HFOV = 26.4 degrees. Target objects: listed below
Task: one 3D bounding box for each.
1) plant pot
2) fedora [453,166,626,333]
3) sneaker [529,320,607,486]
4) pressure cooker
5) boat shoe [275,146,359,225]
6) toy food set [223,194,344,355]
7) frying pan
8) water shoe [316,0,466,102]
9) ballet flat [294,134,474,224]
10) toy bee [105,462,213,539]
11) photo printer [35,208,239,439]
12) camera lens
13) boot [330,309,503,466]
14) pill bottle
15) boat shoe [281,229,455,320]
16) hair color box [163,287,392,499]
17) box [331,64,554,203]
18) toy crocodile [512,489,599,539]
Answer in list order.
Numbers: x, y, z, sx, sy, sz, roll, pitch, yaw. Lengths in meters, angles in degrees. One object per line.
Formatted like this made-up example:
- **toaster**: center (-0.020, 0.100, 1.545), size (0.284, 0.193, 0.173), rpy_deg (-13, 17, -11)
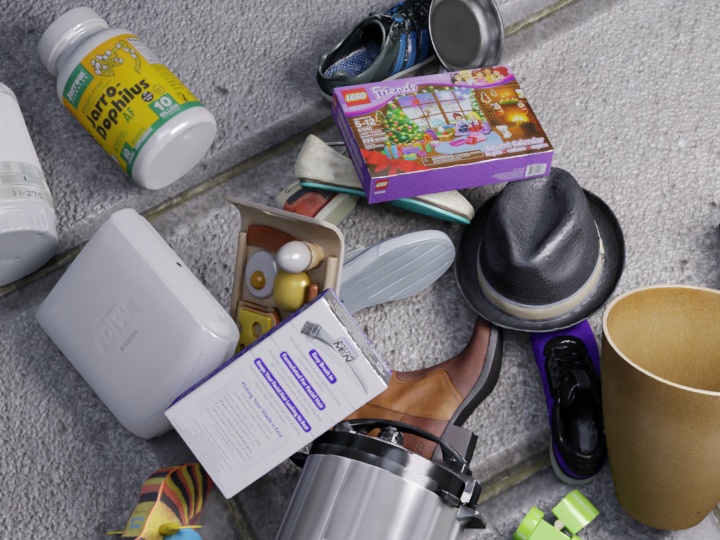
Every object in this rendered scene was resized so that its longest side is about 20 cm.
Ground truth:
- **plant pot**: center (0.310, 0.146, 1.490), size (0.185, 0.201, 0.187), rpy_deg (5, 31, -3)
- **fedora**: center (0.183, -0.037, 1.585), size (0.199, 0.092, 0.201), rpy_deg (-5, 51, 6)
- **sneaker**: center (0.220, 0.112, 1.561), size (0.069, 0.100, 0.201), rpy_deg (-8, 73, -1)
- **pressure cooker**: center (0.017, 0.244, 1.489), size (0.175, 0.178, 0.201), rpy_deg (28, 71, -21)
- **boat shoe**: center (-0.003, -0.120, 1.667), size (0.200, 0.071, 0.063), rpy_deg (-43, 72, -5)
- **toy food set**: center (-0.097, 0.034, 1.567), size (0.143, 0.060, 0.201), rpy_deg (15, 101, 37)
- **frying pan**: center (0.112, -0.228, 1.691), size (0.114, 0.031, 0.191), rpy_deg (8, 81, -39)
- **water shoe**: center (0.039, -0.257, 1.698), size (0.200, 0.079, 0.072), rpy_deg (-39, 75, -9)
- **ballet flat**: center (0.031, -0.099, 1.601), size (0.199, 0.067, 0.063), rpy_deg (13, 87, -10)
- **toy bee**: center (-0.210, 0.276, 1.524), size (0.131, 0.108, 0.201), rpy_deg (-33, 44, 31)
- **photo printer**: center (-0.227, 0.062, 1.592), size (0.200, 0.069, 0.167), rpy_deg (48, 113, 15)
- **camera lens**: center (-0.421, -0.096, 1.636), size (0.159, 0.160, 0.201), rpy_deg (-22, 73, -3)
- **boot**: center (0.040, 0.107, 1.609), size (0.199, 0.068, 0.189), rpy_deg (16, 82, 16)
- **pill bottle**: center (-0.261, -0.193, 1.681), size (0.113, 0.113, 0.200), rpy_deg (-41, 75, -9)
- **boat shoe**: center (0.000, 0.000, 1.626), size (0.199, 0.074, 0.067), rpy_deg (-24, 38, -5)
- **hair color box**: center (-0.080, 0.120, 1.502), size (0.200, 0.065, 0.110), rpy_deg (-35, 94, 12)
- **box**: center (0.083, -0.143, 1.581), size (0.199, 0.039, 0.137), rpy_deg (-10, 50, -15)
- **toy crocodile**: center (0.168, 0.305, 1.533), size (0.067, 0.062, 0.201), rpy_deg (32, 82, 12)
